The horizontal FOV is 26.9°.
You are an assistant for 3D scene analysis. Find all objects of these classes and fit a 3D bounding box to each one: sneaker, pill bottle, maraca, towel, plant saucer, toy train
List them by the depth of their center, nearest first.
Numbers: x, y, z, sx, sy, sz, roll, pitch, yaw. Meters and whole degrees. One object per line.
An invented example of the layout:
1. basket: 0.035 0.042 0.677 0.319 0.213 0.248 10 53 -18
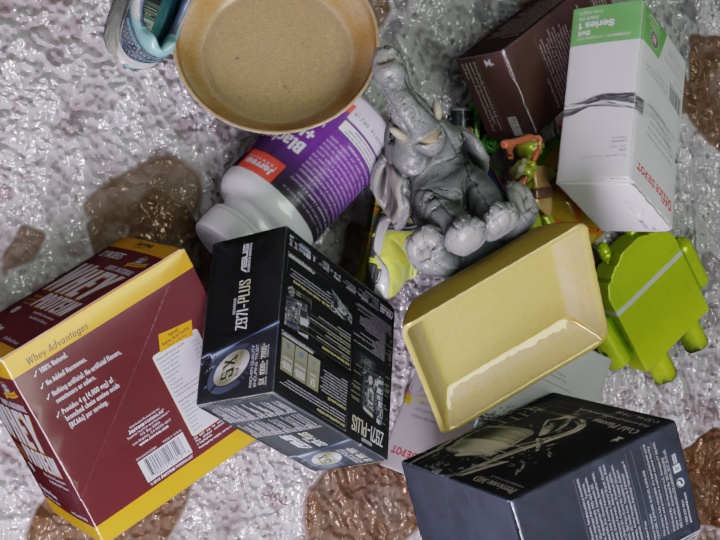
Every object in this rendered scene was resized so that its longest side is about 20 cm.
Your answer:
1. sneaker: -0.179 -0.288 1.414 0.078 0.086 0.200 9 91 -32
2. plant saucer: 0.135 0.047 1.462 0.200 0.048 0.200 -30 141 -6
3. plant saucer: -0.081 -0.215 1.463 0.200 0.035 0.201 1 68 -2
4. pill bottle: -0.067 -0.086 1.488 0.200 0.111 0.111 -48 116 -18
5. sneaker: 0.062 -0.038 1.543 0.200 0.076 0.075 -59 161 -44
6. towel: 0.000 0.000 1.560 0.018 0.086 0.200 11 89 1
7. toy train: 0.120 -0.087 1.643 0.056 0.042 0.200 1 91 -13
8. maraca: 0.220 -0.070 1.667 0.200 0.107 0.137 -53 125 -14

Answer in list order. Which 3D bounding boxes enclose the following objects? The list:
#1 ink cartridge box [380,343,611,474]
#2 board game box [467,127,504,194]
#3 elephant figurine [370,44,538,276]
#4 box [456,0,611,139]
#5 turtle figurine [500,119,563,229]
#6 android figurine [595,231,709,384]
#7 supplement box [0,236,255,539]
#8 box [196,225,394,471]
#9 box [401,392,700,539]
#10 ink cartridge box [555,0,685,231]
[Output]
1. ink cartridge box: 0.144 0.153 1.621 0.145 0.147 0.200 25 83 -29
2. board game box: 0.132 -0.054 1.567 0.103 0.019 0.200 -20 79 -53
3. elephant figurine: 0.072 -0.099 1.451 0.141 0.155 0.200 -12 63 -46
4. box: 0.201 -0.233 1.634 0.200 0.075 0.100 -41 115 -38
5. turtle figurine: 0.175 -0.071 1.535 0.200 0.064 0.162 -9 90 -68
6. android figurine: 0.342 0.033 1.791 0.182 0.041 0.200 -43 115 -20
7. supplement box: -0.228 0.105 1.399 0.197 0.133 0.200 -33 111 -24
8. box: -0.055 0.078 1.403 0.200 0.086 0.164 37 49 -50
9. box: 0.180 0.218 1.448 0.196 0.200 0.124 -23 104 -26
10. ink cartridge box: 0.273 -0.155 1.563 0.146 0.084 0.200 36 58 -54
